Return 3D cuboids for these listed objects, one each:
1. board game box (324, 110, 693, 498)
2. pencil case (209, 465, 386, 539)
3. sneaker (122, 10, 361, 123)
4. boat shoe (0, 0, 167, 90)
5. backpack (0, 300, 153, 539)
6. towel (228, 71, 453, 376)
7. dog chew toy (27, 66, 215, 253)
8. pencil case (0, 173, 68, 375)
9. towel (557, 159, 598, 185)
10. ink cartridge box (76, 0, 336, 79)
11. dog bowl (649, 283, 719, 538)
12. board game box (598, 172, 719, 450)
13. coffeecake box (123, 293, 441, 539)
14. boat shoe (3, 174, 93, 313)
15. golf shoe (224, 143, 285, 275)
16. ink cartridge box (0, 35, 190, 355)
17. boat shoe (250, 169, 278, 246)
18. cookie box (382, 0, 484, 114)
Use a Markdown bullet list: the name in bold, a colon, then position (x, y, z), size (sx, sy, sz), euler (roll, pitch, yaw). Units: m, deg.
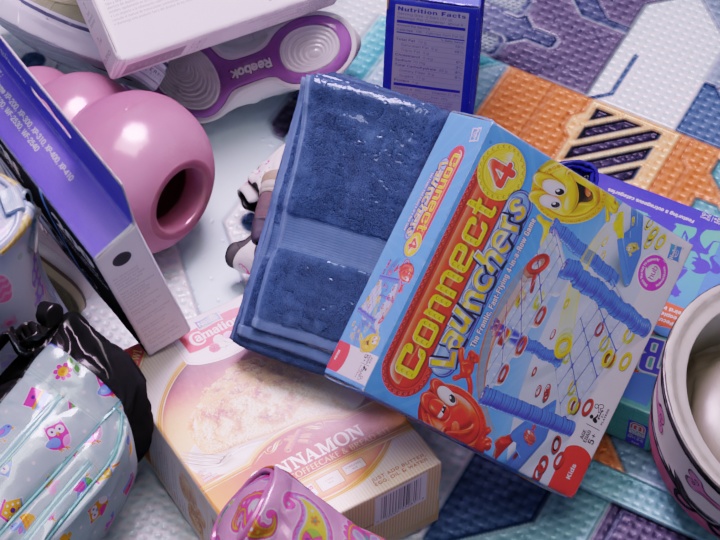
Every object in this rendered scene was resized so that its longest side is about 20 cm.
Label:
- **board game box**: position (0.103, 0.025, 1.538), size (0.056, 0.195, 0.201), euler (20, 83, 59)
- **pencil case**: position (-0.002, 0.206, 1.448), size (0.199, 0.087, 0.088), euler (34, 49, -14)
- **sneaker**: position (-0.093, -0.163, 1.828), size (0.198, 0.076, 0.100), euler (-8, 5, 10)
- **boat shoe**: position (-0.219, -0.197, 1.808), size (0.199, 0.072, 0.062), euler (23, 80, 36)
- **backpack**: position (-0.225, 0.144, 1.497), size (0.126, 0.167, 0.200), euler (30, 60, 15)
- **towel**: position (-0.012, -0.030, 1.546), size (0.111, 0.049, 0.202), euler (18, 93, 15)
- **dog chew toy**: position (-0.206, -0.093, 1.726), size (0.199, 0.125, 0.124), euler (28, 53, 31)
- **pencil case**: position (-0.251, 0.017, 1.572), size (0.090, 0.201, 0.083), euler (-31, 56, -16)
- **towel**: position (0.082, -0.048, 1.668), size (0.146, 0.200, 0.050), euler (-6, 91, -10)
- **ink cartridge box**: position (-0.133, -0.261, 1.734), size (0.199, 0.045, 0.177), euler (-21, 82, -22)
- **dog bowl**: position (0.289, 0.108, 1.570), size (0.198, 0.074, 0.201), euler (9, 56, -13)
- **board game box**: position (0.184, 0.022, 1.685), size (0.151, 0.045, 0.201), euler (21, 53, 15)
- **coffeecake box**: position (-0.061, 0.117, 1.576), size (0.153, 0.073, 0.200), euler (-25, 54, -21)
- **boat shoe**: position (-0.269, -0.038, 1.700), size (0.199, 0.075, 0.068), euler (31, 60, 23)
- **golf shoe**: position (-0.047, -0.074, 1.741), size (0.091, 0.073, 0.201), euler (8, 50, 6)
- **ink cartridge box**: position (-0.204, -0.060, 1.539), size (0.043, 0.200, 0.198), euler (-35, 61, -11)
- **boat shoe**: position (0.000, 0.000, 1.642), size (0.072, 0.199, 0.065), euler (-3, 58, 56)
- **cookie box**: position (0.059, -0.193, 1.763), size (0.075, 0.201, 0.172), euler (6, 49, 3)
